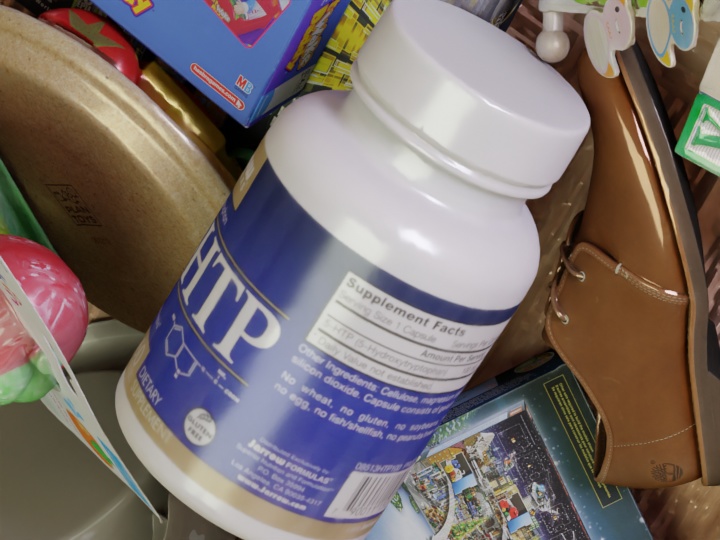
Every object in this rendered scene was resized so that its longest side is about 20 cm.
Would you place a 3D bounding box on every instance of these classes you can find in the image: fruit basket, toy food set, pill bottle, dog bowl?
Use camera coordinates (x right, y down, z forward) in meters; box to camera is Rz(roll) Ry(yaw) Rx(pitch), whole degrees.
[{"bbox_3d":[-0.169,0.004,1.225,0.200,0.093,0.186,46,167,49],"label":"fruit basket"},{"bbox_3d":[-0.108,-0.042,1.262,0.198,0.049,0.200,47,155,-10],"label":"toy food set"},{"bbox_3d":[0.000,0.000,1.145,0.119,0.120,0.201,36,111,11],"label":"pill bottle"},{"bbox_3d":[-0.138,0.106,1.310,0.199,0.200,0.059,-6,124,34],"label":"dog bowl"}]

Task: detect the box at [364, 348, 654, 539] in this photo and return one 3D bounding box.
[{"bbox_3d":[0.068,0.152,1.255,0.136,0.038,0.201,-26,100,1],"label":"box"}]

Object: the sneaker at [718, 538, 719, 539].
[{"bbox_3d":[0.192,0.110,1.161,0.074,0.085,0.201,12,132,-11],"label":"sneaker"}]

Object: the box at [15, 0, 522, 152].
[{"bbox_3d":[-0.038,-0.126,1.216,0.200,0.049,0.162,38,125,11],"label":"box"}]

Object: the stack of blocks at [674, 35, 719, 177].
[{"bbox_3d":[0.182,-0.120,1.076,0.115,0.059,0.201,30,126,16],"label":"stack of blocks"}]

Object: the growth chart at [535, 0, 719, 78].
[{"bbox_3d":[0.115,-0.148,1.060,0.200,0.018,0.146,-11,81,62],"label":"growth chart"}]

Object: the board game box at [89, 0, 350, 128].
[{"bbox_3d":[-0.082,-0.172,1.164,0.200,0.045,0.135,40,126,11],"label":"board game box"}]

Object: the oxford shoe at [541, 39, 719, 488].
[{"bbox_3d":[0.103,0.000,1.167,0.071,0.071,0.201,-8,111,7],"label":"oxford shoe"}]
